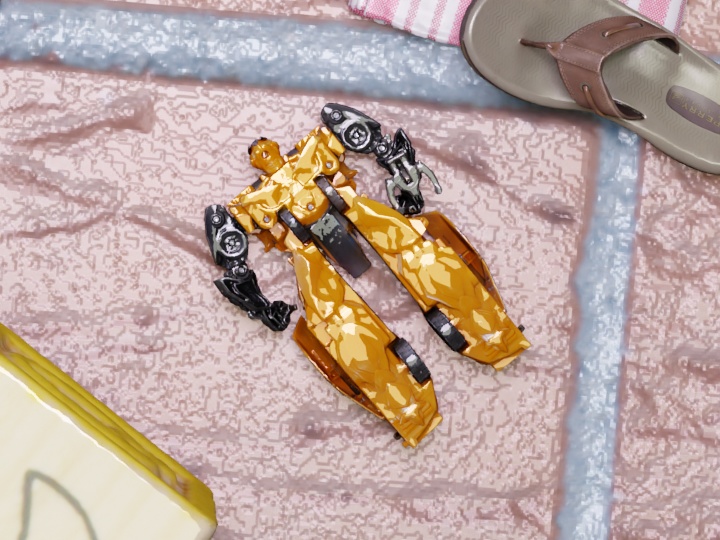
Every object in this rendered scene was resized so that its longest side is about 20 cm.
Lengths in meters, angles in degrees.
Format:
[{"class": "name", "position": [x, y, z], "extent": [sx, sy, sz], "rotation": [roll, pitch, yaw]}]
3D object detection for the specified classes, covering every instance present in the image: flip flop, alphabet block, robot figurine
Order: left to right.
[{"class": "alphabet block", "position": [-0.215, 0.155, 1.424], "extent": [0.195, 0.196, 0.200], "rotation": [38, 89, -6]}, {"class": "robot figurine", "position": [0.000, 0.000, 1.503], "extent": [0.145, 0.058, 0.200], "rotation": [-40, 94, -2]}, {"class": "flip flop", "position": [0.155, -0.116, 1.488], "extent": [0.200, 0.058, 0.081], "rotation": [27, 89, -7]}]

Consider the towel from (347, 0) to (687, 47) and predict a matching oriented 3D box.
[{"class": "towel", "position": [0.105, -0.195, 1.523], "extent": [0.199, 0.030, 0.147], "rotation": [17, 91, -7]}]
